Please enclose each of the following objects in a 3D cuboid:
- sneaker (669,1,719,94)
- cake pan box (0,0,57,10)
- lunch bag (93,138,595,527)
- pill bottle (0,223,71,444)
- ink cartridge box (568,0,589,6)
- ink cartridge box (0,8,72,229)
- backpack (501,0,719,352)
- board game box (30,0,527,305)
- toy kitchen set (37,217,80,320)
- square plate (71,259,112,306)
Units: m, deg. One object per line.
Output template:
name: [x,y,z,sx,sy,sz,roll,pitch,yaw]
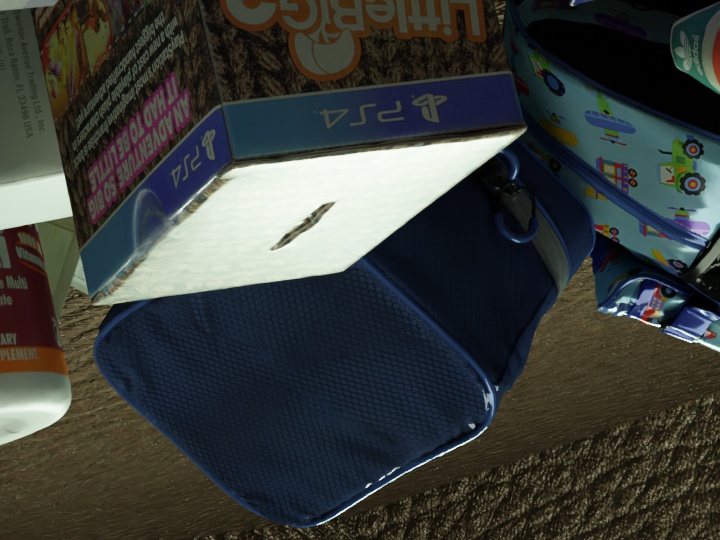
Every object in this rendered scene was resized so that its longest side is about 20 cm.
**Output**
sneaker: [0.207,-0.108,1.020,0.093,0.071,0.200,16,-153,41]
cake pan box: [-0.136,-0.117,0.642,0.184,0.052,0.200,-10,169,-29]
lunch bag: [0.000,0.000,1.060,0.200,0.136,0.132,-32,-162,45]
pill bottle: [-0.192,-0.026,1.047,0.109,0.201,0.110,-13,169,-2]
ink cartridge box: [0.199,-0.169,0.958,0.196,0.043,0.200,-16,149,-46]
ink cartridge box: [-0.099,-0.099,0.933,0.199,0.146,0.083,-11,170,-10]
backpack: [0.142,-0.059,1.111,0.199,0.183,0.135,20,121,-10]
board game box: [-0.042,-0.109,0.810,0.097,0.201,0.159,-8,169,-23]
toy kitchen set: [-0.261,0.042,1.231,0.180,0.164,0.200,21,160,-13]
square plate: [-0.130,-0.024,1.238,0.200,0.028,0.198,27,159,2]
